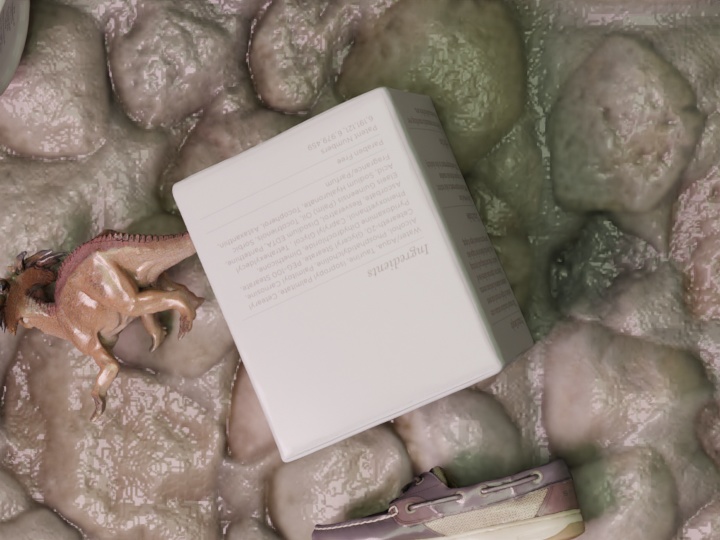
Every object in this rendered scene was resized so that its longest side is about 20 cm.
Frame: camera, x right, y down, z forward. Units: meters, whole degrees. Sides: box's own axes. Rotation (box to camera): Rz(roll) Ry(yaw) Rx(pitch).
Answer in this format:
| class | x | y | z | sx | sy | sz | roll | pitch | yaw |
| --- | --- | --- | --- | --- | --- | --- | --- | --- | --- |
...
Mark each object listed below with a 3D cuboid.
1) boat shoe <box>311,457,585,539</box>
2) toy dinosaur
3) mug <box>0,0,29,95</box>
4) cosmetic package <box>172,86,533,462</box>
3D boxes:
| class | x | y | z | sx | sy | sz | roll | pitch | yaw |
| --- | --- | --- | --- | --- | --- | --- | --- | --- | --- |
| boat shoe | 0.059 | 0.172 | 1.333 | 0.198 | 0.072 | 0.066 | -9 | 79 | 15 |
| toy dinosaur | -0.192 | 0.011 | 1.349 | 0.136 | 0.086 | 0.200 | 44 | 119 | -9 |
| mug | -0.341 | -0.169 | 1.375 | 0.174 | 0.148 | 0.201 | 15 | 126 | 4 |
| cosmetic package | 0.000 | 0.000 | 1.283 | 0.165 | 0.167 | 0.202 | -24 | 87 | 12 |
